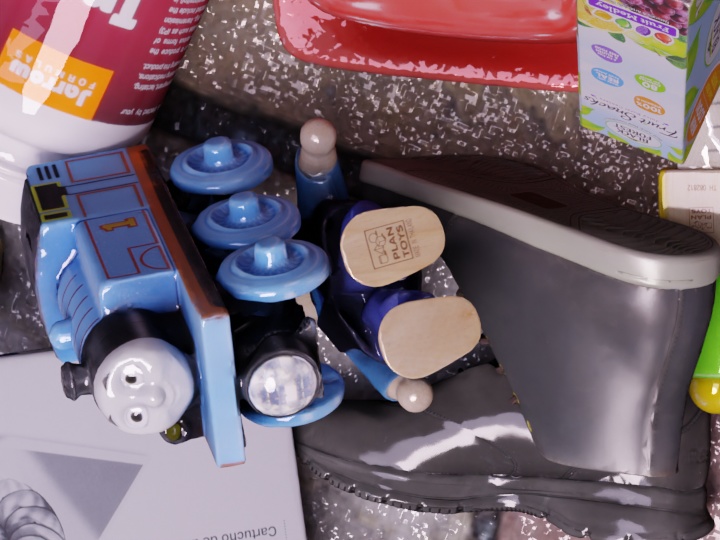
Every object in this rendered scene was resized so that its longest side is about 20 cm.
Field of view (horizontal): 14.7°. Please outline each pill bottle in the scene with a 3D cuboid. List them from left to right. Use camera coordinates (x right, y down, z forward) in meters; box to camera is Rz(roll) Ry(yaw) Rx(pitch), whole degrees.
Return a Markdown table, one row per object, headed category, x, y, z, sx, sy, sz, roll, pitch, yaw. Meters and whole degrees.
| category | x | y | z | sx | sy | sz | roll | pitch | yaw |
| --- | --- | --- | --- | --- | --- | --- | --- | --- | --- |
| pill bottle | -0.127 | -0.125 | 1.247 | 0.113 | 0.113 | 0.200 | 29 | 109 | 9 |

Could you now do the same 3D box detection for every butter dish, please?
| category | x | y | z | sx | sy | sz | roll | pitch | yaw |
| --- | --- | --- | --- | --- | --- | --- | --- | --- | --- |
| butter dish | 0.042 | -0.170 | 1.165 | 0.199 | 0.148 | 0.200 | 7 | 103 | 16 |

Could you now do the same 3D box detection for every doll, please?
| category | x | y | z | sx | sy | sz | roll | pitch | yaw |
| --- | --- | --- | --- | --- | --- | --- | --- | --- | --- |
| doll | 0.000 | 0.000 | 1.202 | 0.048 | 0.200 | 0.137 | -22 | 94 | -11 |

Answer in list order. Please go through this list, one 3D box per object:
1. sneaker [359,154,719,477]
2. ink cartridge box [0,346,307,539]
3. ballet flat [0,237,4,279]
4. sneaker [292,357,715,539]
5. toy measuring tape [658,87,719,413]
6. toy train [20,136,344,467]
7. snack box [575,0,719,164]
| category | x | y | z | sx | sy | sz | roll | pitch | yaw |
| --- | --- | --- | --- | --- | --- | --- | --- | --- | --- |
| sneaker | 0.065 | 0.016 | 1.204 | 0.200 | 0.075 | 0.107 | 25 | 114 | 47 |
| ink cartridge box | -0.120 | 0.131 | 1.227 | 0.199 | 0.041 | 0.201 | -9 | 91 | -18 |
| ballet flat | -0.235 | -0.049 | 1.283 | 0.071 | 0.071 | 0.200 | -29 | 119 | 21 |
| sneaker | 0.065 | 0.069 | 1.260 | 0.199 | 0.076 | 0.091 | 7 | 94 | 10 |
| toy measuring tape | 0.155 | -0.038 | 1.202 | 0.073 | 0.074 | 0.201 | 1 | 99 | 17 |
| toy train | -0.077 | 0.011 | 1.168 | 0.114 | 0.200 | 0.087 | -12 | 118 | -10 |
| snack box | 0.144 | -0.161 | 1.091 | 0.053 | 0.142 | 0.200 | 21 | 71 | 15 |
